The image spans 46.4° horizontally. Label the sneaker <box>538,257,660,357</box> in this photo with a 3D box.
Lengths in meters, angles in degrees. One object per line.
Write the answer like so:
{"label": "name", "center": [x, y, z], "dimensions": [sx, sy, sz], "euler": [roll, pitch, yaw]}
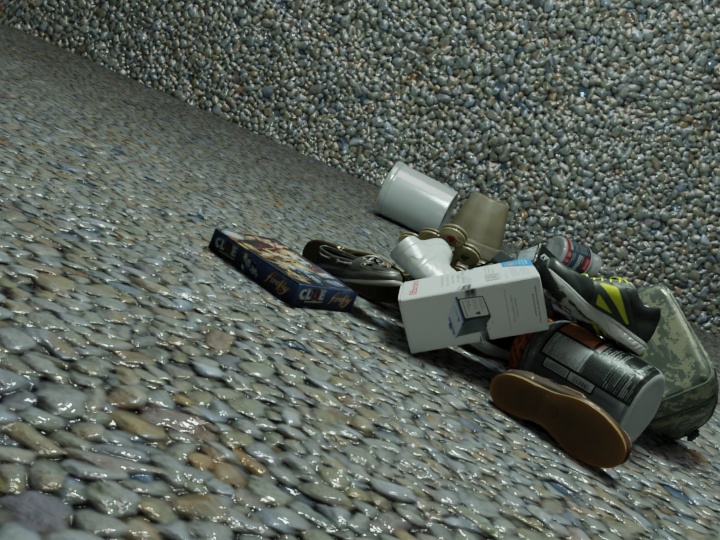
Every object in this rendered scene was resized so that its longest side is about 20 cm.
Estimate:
{"label": "sneaker", "center": [0.338, 0.036, 1.188], "dimensions": [0.200, 0.085, 0.074], "euler": [38, -5, -13]}

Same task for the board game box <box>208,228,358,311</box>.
{"label": "board game box", "center": [-0.117, -0.001, 1.266], "dimensions": [0.199, 0.035, 0.135], "euler": [31, 13, 36]}

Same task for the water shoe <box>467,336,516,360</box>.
{"label": "water shoe", "center": [0.250, 0.105, 1.395], "dimensions": [0.199, 0.079, 0.071], "euler": [14, 14, -44]}

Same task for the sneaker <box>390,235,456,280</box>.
{"label": "sneaker", "center": [0.130, 0.006, 1.404], "dimensions": [0.116, 0.074, 0.200], "euler": [49, 19, 18]}

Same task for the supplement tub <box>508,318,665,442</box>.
{"label": "supplement tub", "center": [0.320, 0.152, 1.205], "dimensions": [0.200, 0.123, 0.122], "euler": [32, 14, 38]}

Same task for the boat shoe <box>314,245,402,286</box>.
{"label": "boat shoe", "center": [-0.010, -0.009, 1.308], "dimensions": [0.067, 0.057, 0.199], "euler": [7, -1, -40]}

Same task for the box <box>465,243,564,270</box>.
{"label": "box", "center": [0.288, 0.041, 1.473], "dimensions": [0.160, 0.044, 0.200], "euler": [39, -33, -20]}

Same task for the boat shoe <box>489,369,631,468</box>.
{"label": "boat shoe", "center": [0.262, 0.182, 1.076], "dimensions": [0.200, 0.071, 0.070], "euler": [32, 18, 38]}

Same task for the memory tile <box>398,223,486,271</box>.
{"label": "memory tile", "center": [0.169, -0.007, 1.552], "dimensions": [0.153, 0.017, 0.200], "euler": [-7, -45, 44]}

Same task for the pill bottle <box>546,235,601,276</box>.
{"label": "pill bottle", "center": [0.807, -0.046, 3.173], "dimensions": [0.199, 0.120, 0.120], "euler": [18, 12, -25]}

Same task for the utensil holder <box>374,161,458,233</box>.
{"label": "utensil holder", "center": [0.166, -0.201, 2.474], "dimensions": [0.199, 0.171, 0.170], "euler": [28, 12, 10]}

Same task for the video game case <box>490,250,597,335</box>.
{"label": "video game case", "center": [0.305, 0.074, 1.354], "dimensions": [0.200, 0.025, 0.181], "euler": [39, -16, 45]}

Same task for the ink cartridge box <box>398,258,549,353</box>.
{"label": "ink cartridge box", "center": [0.163, 0.049, 1.230], "dimensions": [0.198, 0.087, 0.146], "euler": [-12, 9, 8]}

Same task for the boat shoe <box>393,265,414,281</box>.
{"label": "boat shoe", "center": [0.105, 0.035, 1.475], "dimensions": [0.199, 0.063, 0.073], "euler": [25, 12, 13]}

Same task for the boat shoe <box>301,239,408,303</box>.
{"label": "boat shoe", "center": [0.000, 0.000, 1.430], "dimensions": [0.199, 0.072, 0.076], "euler": [27, 0, 20]}

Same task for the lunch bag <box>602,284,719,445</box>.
{"label": "lunch bag", "center": [0.464, 0.152, 1.309], "dimensions": [0.168, 0.139, 0.201], "euler": [48, 19, -49]}

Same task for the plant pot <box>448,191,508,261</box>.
{"label": "plant pot", "center": [0.368, -0.141, 2.579], "dimensions": [0.199, 0.174, 0.200], "euler": [23, 11, -5]}
